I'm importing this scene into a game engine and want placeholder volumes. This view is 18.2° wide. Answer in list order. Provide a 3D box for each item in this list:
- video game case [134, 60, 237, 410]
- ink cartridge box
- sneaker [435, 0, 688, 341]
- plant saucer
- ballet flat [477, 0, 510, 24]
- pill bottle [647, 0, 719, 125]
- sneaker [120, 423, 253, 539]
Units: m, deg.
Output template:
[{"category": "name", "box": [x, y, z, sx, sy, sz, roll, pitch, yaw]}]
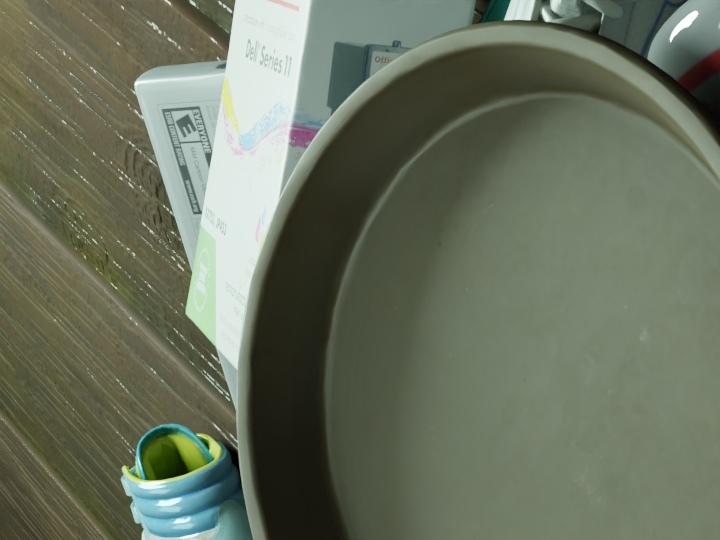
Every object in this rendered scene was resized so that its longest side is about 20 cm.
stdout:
[{"category": "video game case", "box": [0.000, 0.000, 0.991, 0.181, 0.023, 0.202, -1, 114, 37]}, {"category": "ink cartridge box", "box": [-0.011, -0.064, 0.863, 0.117, 0.067, 0.202, -146, 64, -70]}, {"category": "sneaker", "box": [0.066, -0.075, 0.641, 0.074, 0.201, 0.087, 16, 163, 31]}, {"category": "plant saucer", "box": [0.041, 0.037, 0.588, 0.199, 0.029, 0.202, -2, 87, 46]}, {"category": "ballet flat", "box": [0.065, -0.017, 0.844, 0.069, 0.071, 0.202, 9, 89, 37]}, {"category": "pill bottle", "box": [0.163, 0.005, 0.574, 0.201, 0.108, 0.109, 63, 156, 5]}, {"category": "sneaker", "box": [-0.113, 0.164, 1.405, 0.200, 0.079, 0.131, -29, 88, 57]}]
